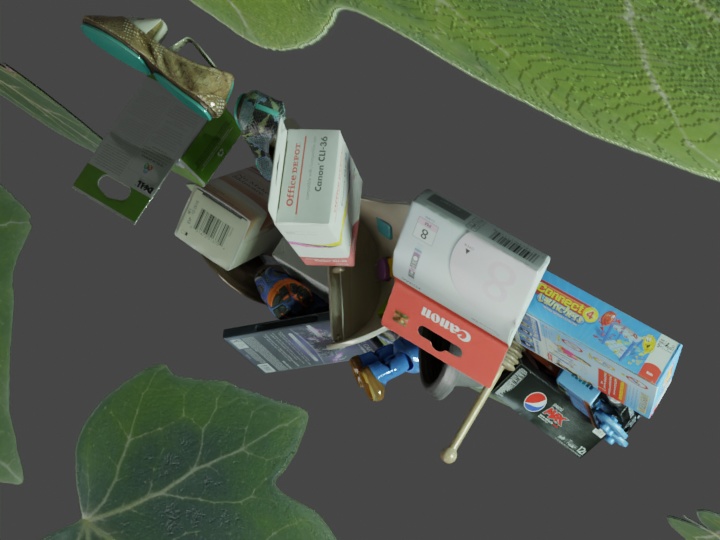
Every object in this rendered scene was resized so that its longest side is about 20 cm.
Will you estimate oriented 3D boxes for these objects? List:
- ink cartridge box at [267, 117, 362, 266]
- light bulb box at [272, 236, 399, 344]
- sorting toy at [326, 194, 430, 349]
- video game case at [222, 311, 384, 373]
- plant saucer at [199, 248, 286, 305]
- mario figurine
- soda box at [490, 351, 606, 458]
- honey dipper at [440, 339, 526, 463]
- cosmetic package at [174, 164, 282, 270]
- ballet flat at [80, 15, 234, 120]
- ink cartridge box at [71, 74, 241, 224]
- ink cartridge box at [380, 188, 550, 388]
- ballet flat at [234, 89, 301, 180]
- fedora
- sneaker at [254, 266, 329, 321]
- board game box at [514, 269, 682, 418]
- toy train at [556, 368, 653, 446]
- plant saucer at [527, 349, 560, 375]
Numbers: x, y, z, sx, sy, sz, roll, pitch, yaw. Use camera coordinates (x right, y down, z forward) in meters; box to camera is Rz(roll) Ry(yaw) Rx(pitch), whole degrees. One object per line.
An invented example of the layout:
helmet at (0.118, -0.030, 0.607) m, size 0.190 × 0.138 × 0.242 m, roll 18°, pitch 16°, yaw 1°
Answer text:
ink cartridge box at (-0.049, -0.088, 1.234) m, size 0.067 × 0.117 × 0.200 m, roll 2°, pitch 165°, yaw 11°
light bulb box at (0.000, 0.000, 1.557) m, size 0.198 × 0.125 × 0.200 m, roll 31°, pitch 172°, yaw 15°
sorting toy at (0.036, -0.007, 1.341) m, size 0.106 × 0.201 × 0.180 m, roll 1°, pitch 173°, yaw -31°
video game case at (-0.080, 0.105, 1.547) m, size 0.199 × 0.019 × 0.143 m, roll -11°, pitch 150°, yaw 17°
plant saucer at (-0.170, -0.030, 1.631) m, size 0.200 × 0.029 × 0.200 m, roll 36°, pitch -154°, yaw -20°
mario figurine at (0.093, 0.125, 1.487) m, size 0.124 × 0.199 × 0.106 m, roll 59°, pitch 169°, yaw 31°
soda box at (0.268, 0.187, 1.540) m, size 0.200 × 0.063 × 0.071 m, roll 37°, pitch -161°, yaw -25°
honey dipper at (0.166, 0.174, 1.450) m, size 0.038 × 0.201 × 0.038 m, roll 31°, pitch 170°, yaw 6°
cosmetic package at (-0.170, -0.082, 1.551) m, size 0.103 × 0.088 × 0.200 m, roll 32°, pitch -158°, yaw 9°
ballet flat at (-0.227, -0.248, 1.218) m, size 0.200 × 0.065 × 0.071 m, roll 35°, pitch 170°, yaw 6°
ink cartridge box at (-0.279, -0.156, 1.460) m, size 0.147 × 0.201 × 0.076 m, roll 28°, pitch 170°, yaw 32°
ink cartridge box at (0.106, 0.031, 1.203) m, size 0.162 × 0.201 × 0.057 m, roll 30°, pitch -148°, yaw 17°
ballet flat at (-0.097, -0.153, 1.284) m, size 0.074 × 0.074 × 0.200 m, roll 31°, pitch 174°, yaw 14°
fedora at (0.138, 0.069, 1.369) m, size 0.090 × 0.201 × 0.177 m, roll 9°, pitch 161°, yaw -12°
sneaker at (-0.093, 0.049, 1.571) m, size 0.078 × 0.075 × 0.200 m, roll 45°, pitch 174°, yaw 33°
board game box at (0.274, 0.086, 1.262) m, size 0.195 × 0.056 × 0.200 m, roll 30°, pitch 171°, yaw 19°
toy train at (0.332, 0.169, 1.439) m, size 0.114 × 0.087 × 0.200 m, roll 39°, pitch 177°, yaw 24°
plant saucer at (0.226, 0.089, 1.539) m, size 0.200 × 0.032 × 0.200 m, roll 33°, pitch 172°, yaw 5°
